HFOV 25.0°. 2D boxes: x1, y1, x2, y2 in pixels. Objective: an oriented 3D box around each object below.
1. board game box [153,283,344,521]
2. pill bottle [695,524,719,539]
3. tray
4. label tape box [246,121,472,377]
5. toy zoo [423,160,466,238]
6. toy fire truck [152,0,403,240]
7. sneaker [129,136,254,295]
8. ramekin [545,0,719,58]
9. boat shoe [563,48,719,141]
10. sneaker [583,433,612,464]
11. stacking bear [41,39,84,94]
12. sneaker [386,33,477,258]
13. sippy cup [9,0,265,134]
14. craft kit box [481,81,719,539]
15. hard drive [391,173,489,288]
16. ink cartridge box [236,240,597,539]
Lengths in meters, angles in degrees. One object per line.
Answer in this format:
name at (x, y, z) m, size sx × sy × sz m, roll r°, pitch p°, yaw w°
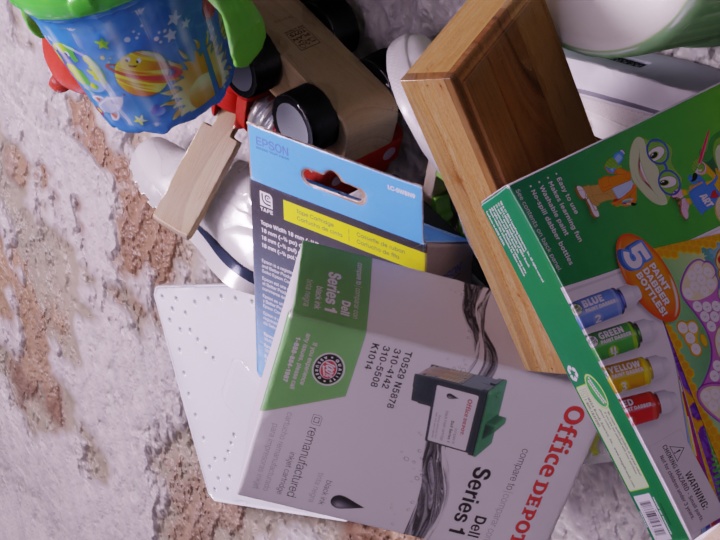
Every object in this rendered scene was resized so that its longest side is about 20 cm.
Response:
board game box at (-0.086, 0.104, 1.364) m, size 0.199 × 0.026 × 0.201 m, roll -2°, pitch 106°, yaw 50°
pill bottle at (0.274, 0.205, 0.912) m, size 0.200 × 0.119 × 0.120 m, roll 51°, pitch 139°, yaw 20°
tray at (0.095, -0.051, 0.897) m, size 0.037 × 0.099 × 0.201 m, roll 2°, pitch 131°, yaw 39°
label tape box at (0.000, 0.000, 1.071) m, size 0.144 × 0.063 × 0.201 m, roll 22°, pitch 128°, yaw 30°
toy zoo at (0.111, 0.022, 1.097) m, size 0.200 × 0.020 × 0.132 m, roll 37°, pitch 132°, yaw 34°
toy fire truck at (-0.070, -0.098, 1.186) m, size 0.176 × 0.128 × 0.200 m, roll 47°, pitch 147°, yaw 24°
sneaker at (-0.108, -0.059, 1.289) m, size 0.200 × 0.076 × 0.081 m, roll 41°, pitch 113°, yaw 33°
ramekin at (0.151, -0.211, 0.877) m, size 0.200 × 0.097 × 0.201 m, roll 24°, pitch 124°, yaw 41°
boat shoe at (0.135, -0.101, 0.976) m, size 0.199 × 0.071 × 0.070 m, roll 22°, pitch 120°, yaw 35°
sneaker at (0.190, 0.047, 0.990) m, size 0.200 × 0.075 × 0.106 m, roll -35°, pitch 64°, yaw 48°
stacking bear at (-0.212, -0.224, 1.299) m, size 0.114 × 0.121 × 0.200 m, roll 47°, pitch 146°, yaw 21°
sneaker at (0.089, -0.086, 1.046) m, size 0.088 × 0.075 × 0.201 m, roll -37°, pitch 62°, yaw 19°
sippy cup at (-0.146, -0.165, 1.059) m, size 0.178 × 0.139 × 0.131 m, roll 59°, pitch 173°, yaw 52°
craft kit box at (0.193, 0.009, 0.849) m, size 0.201 × 0.197 × 0.049 m, roll 62°, pitch 157°, yaw 4°
hard drive at (0.062, 0.048, 1.123) m, size 0.200 × 0.033 × 0.140 m, roll 45°, pitch 136°, yaw 26°
ink cartridge box at (0.039, 0.083, 0.994) m, size 0.199 × 0.084 × 0.147 m, roll 14°, pitch 122°, yaw -5°
